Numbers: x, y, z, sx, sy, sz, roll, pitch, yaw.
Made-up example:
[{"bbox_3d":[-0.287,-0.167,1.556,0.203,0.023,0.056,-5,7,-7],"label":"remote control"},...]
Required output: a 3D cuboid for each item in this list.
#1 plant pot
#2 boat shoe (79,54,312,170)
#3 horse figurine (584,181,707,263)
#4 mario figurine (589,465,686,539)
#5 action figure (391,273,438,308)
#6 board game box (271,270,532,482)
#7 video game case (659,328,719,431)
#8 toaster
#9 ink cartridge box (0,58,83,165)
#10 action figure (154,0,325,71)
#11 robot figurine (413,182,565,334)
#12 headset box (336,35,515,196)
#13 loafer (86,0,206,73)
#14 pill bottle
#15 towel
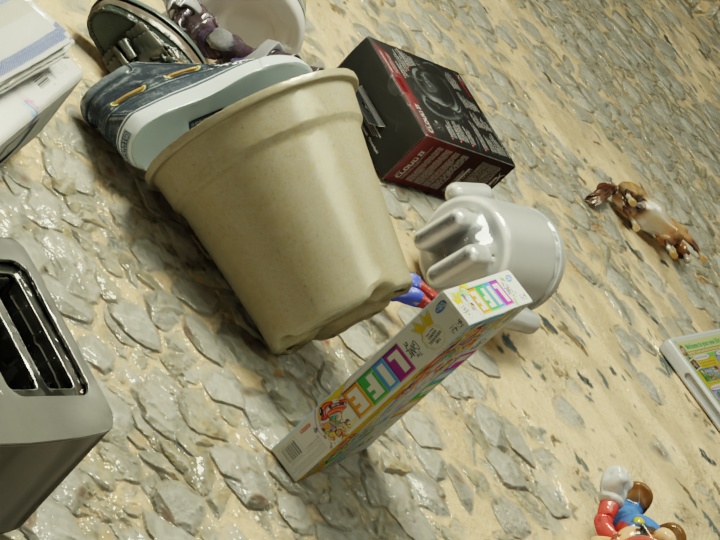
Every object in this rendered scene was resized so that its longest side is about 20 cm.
[{"bbox_3d":[-0.053,-0.038,1.484,0.200,0.200,0.185,-11,73,-62],"label":"plant pot"},{"bbox_3d":[-0.140,-0.155,1.526,0.199,0.071,0.091,-23,45,-33],"label":"boat shoe"},{"bbox_3d":[0.384,-0.067,2.368,0.199,0.050,0.133,34,15,-14],"label":"horse figurine"},{"bbox_3d":[0.271,0.252,1.645,0.122,0.107,0.200,15,13,11],"label":"mario figurine"},{"bbox_3d":[0.000,0.000,1.651,0.199,0.052,0.066,35,21,-15],"label":"action figure"},{"bbox_3d":[0.034,0.082,1.401,0.034,0.200,0.134,51,25,11],"label":"board game box"},{"bbox_3d":[0.465,0.156,2.213,0.183,0.022,0.199,56,26,17],"label":"video game case"},{"bbox_3d":[-0.263,0.070,1.034,0.180,0.119,0.201,4,49,-56],"label":"toaster"},{"bbox_3d":[-0.311,-0.138,1.300,0.147,0.086,0.200,43,26,-6],"label":"ink cartridge box"},{"bbox_3d":[-0.130,-0.206,1.658,0.199,0.070,0.130,28,-14,36],"label":"action figure"},{"bbox_3d":[0.136,-0.016,1.817,0.199,0.112,0.171,9,60,-54],"label":"robot figurine"},{"bbox_3d":[0.062,-0.165,1.962,0.199,0.077,0.150,11,43,-52],"label":"headset box"},{"bbox_3d":[-0.170,-0.164,1.596,0.200,0.072,0.063,44,30,-13],"label":"loafer"},{"bbox_3d":[-0.110,-0.288,1.817,0.114,0.114,0.201,37,26,-22],"label":"pill bottle"},{"bbox_3d":[-0.310,-0.204,1.277,0.200,0.024,0.147,40,27,-2],"label":"towel"}]
